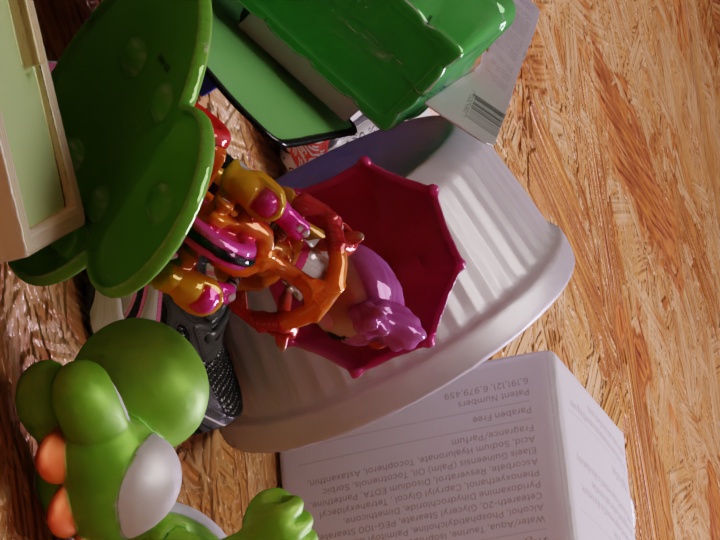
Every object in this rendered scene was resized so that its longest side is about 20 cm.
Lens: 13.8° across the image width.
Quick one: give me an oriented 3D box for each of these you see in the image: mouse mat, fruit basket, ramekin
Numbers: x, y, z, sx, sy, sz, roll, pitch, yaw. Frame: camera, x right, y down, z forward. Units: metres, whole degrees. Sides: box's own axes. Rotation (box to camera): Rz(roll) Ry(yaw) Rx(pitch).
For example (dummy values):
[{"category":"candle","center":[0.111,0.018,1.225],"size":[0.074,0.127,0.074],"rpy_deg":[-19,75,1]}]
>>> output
[{"category":"mouse mat","center":[-0.085,-0.133,1.422],"size":[0.200,0.008,0.161],"rpy_deg":[48,14,6]},{"category":"fruit basket","center":[0.007,-0.153,1.499],"size":[0.185,0.094,0.200],"rpy_deg":[41,21,-10]},{"category":"ramekin","center":[0.000,0.000,1.498],"size":[0.095,0.201,0.202],"rpy_deg":[62,19,-14]}]

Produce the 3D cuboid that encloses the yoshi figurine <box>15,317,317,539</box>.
[{"category":"yoshi figurine","center":[-0.081,0.101,1.302],"size":[0.112,0.112,0.201],"rpy_deg":[-107,175,-56]}]

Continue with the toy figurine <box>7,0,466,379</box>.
[{"category":"toy figurine","center":[-0.032,-0.017,1.270],"size":[0.184,0.151,0.200],"rpy_deg":[28,12,-27]}]

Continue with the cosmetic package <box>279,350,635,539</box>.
[{"category":"cosmetic package","center":[0.061,0.174,1.644],"size":[0.167,0.165,0.201],"rpy_deg":[48,33,-62]}]

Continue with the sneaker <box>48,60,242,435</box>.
[{"category":"sneaker","center":[-0.085,-0.010,1.380],"size":[0.081,0.086,0.201],"rpy_deg":[-79,153,-54]}]

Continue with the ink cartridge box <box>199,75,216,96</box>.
[{"category":"ink cartridge box","center":[-0.038,-0.156,1.634],"size":[0.044,0.094,0.200],"rpy_deg":[56,19,-6]}]

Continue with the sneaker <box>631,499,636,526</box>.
[{"category":"sneaker","center":[0.167,0.225,2.184],"size":[0.086,0.077,0.201],"rpy_deg":[-65,142,-60]}]

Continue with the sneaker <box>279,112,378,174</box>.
[{"category":"sneaker","center":[-0.008,-0.103,1.779],"size":[0.201,0.067,0.109],"rpy_deg":[-53,131,-66]}]

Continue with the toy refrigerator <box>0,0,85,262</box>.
[{"category":"toy refrigerator","center":[-0.167,-0.103,1.171],"size":[0.076,0.070,0.201],"rpy_deg":[-38,116,-73]}]

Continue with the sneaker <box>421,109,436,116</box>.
[{"category":"sneaker","center":[0.022,-0.125,1.893],"size":[0.080,0.073,0.201],"rpy_deg":[-39,117,-71]}]
